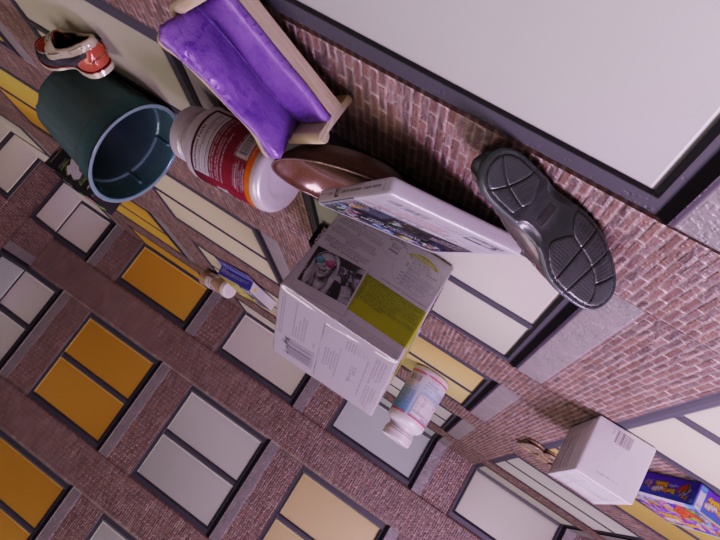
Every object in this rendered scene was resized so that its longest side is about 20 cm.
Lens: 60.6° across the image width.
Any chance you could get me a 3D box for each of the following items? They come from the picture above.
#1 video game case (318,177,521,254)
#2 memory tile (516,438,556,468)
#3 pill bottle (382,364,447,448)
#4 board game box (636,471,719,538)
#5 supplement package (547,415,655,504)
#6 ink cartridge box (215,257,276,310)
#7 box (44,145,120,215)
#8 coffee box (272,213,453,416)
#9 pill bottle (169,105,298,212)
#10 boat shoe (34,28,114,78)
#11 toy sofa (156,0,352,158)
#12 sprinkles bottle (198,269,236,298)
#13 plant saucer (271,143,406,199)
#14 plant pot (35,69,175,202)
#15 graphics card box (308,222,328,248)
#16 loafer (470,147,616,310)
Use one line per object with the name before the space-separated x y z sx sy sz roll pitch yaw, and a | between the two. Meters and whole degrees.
video game case | 0.069 -0.062 0.760 0.197 0.024 0.181 21 172 -28
memory tile | 0.518 0.517 1.655 0.198 0.017 0.154 34 164 7
pill bottle | 0.143 0.364 1.645 0.108 0.202 0.109 31 165 10
board game box | 0.621 0.449 1.181 0.134 0.045 0.200 36 165 -4
supplement package | 0.449 0.363 1.166 0.113 0.110 0.201 31 164 12
ink cartridge box | -0.422 0.052 2.214 0.196 0.047 0.200 24 163 39
box | -0.829 -0.293 1.898 0.198 0.125 0.149 33 165 11
coffee box | 0.000 0.061 0.971 0.198 0.199 0.201 31 145 9
pill bottle | -0.186 -0.173 0.914 0.198 0.114 0.113 28 164 27
boat shoe | -0.496 -0.378 1.044 0.198 0.072 0.063 23 155 31
toy sofa | -0.110 -0.215 0.656 0.082 0.098 0.200 14 153 53
sprinkles bottle | -0.582 0.053 2.509 0.198 0.069 0.068 21 160 44
plant saucer | -0.015 -0.116 0.785 0.196 0.037 0.200 17 172 2
plant pot | -0.469 -0.265 1.126 0.195 0.201 0.201 39 167 16
graphics card box | 0.000 0.000 1.152 0.198 0.051 0.126 32 164 13
loafer | 0.185 -0.046 0.624 0.200 0.072 0.063 47 -178 -16
